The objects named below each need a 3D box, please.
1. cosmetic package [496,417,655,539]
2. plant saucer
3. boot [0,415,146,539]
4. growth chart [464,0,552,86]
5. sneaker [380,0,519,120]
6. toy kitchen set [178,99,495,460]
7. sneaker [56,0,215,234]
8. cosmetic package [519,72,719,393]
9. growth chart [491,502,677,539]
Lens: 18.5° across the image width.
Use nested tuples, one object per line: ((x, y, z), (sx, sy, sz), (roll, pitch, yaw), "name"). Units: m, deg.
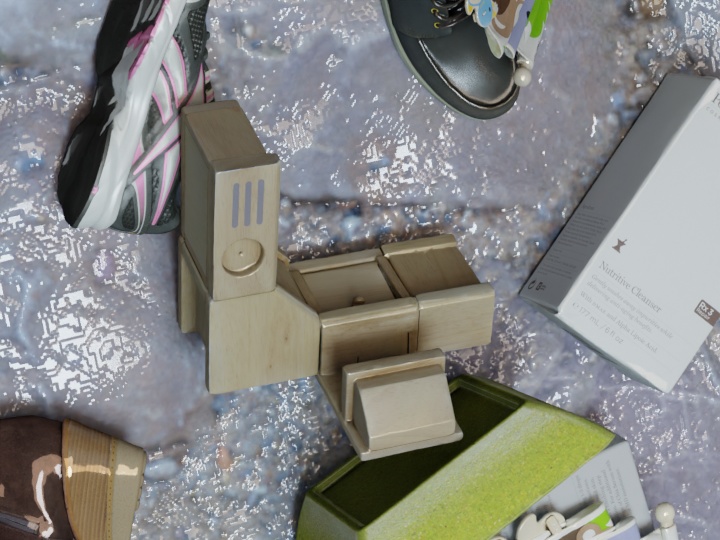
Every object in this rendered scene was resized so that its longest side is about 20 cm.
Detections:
((0.103, 0.194, 1.571), (0.199, 0.071, 0.102), (-23, 107, -15), "cosmetic package")
((0.047, 0.137, 1.476), (0.200, 0.200, 0.048), (-37, 104, -10), "plant saucer")
((-0.237, 0.191, 1.469), (0.165, 0.072, 0.201), (9, 97, -8), "boot")
((0.094, -0.213, 1.442), (0.200, 0.018, 0.145), (61, 39, -53), "growth chart")
((0.060, -0.185, 1.475), (0.075, 0.106, 0.201), (-33, 108, -11), "sneaker")
((0.000, 0.000, 1.422), (0.199, 0.163, 0.181), (-10, 128, -18), "toy kitchen set")
((-0.128, -0.116, 1.449), (0.086, 0.080, 0.201), (16, 101, -32), "sneaker")
((0.219, -0.028, 1.570), (0.113, 0.081, 0.201), (34, 88, -19), "cosmetic package")
((0.143, 0.232, 1.537), (0.199, 0.018, 0.146), (-12, 104, -17), "growth chart")
